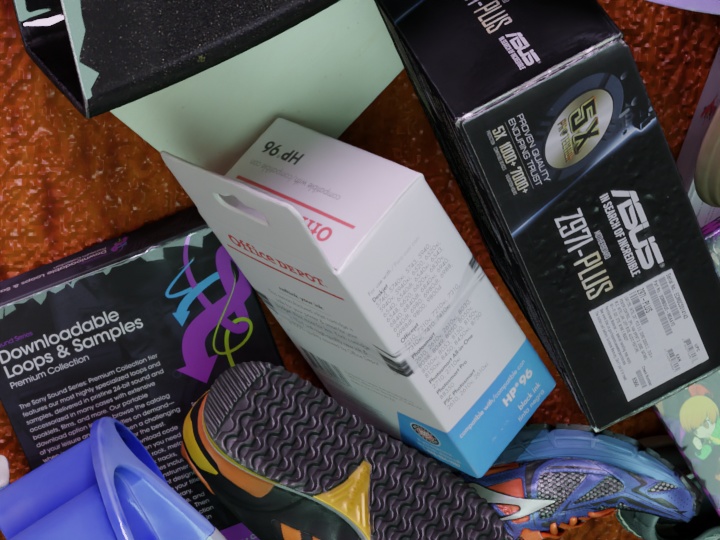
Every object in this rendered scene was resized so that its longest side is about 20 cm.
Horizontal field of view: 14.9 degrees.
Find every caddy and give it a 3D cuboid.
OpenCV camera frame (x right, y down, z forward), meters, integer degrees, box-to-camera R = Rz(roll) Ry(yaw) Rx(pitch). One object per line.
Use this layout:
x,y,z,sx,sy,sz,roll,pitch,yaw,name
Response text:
-0.103,0.170,1.372,0.104,0.142,0.201,-26,112,5,caddy

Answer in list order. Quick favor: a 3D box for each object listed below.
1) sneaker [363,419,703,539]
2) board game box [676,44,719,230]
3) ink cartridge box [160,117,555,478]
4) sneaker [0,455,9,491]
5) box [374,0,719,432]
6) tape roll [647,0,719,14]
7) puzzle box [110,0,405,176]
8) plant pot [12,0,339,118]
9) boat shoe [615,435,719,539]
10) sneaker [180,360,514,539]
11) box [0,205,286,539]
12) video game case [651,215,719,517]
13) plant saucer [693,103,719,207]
0.079,0.122,1.432,0.198,0.075,0.079,0,79,16,sneaker
0.226,-0.038,1.438,0.125,0.035,0.201,13,111,-16,board game box
0.000,0.000,1.340,0.068,0.116,0.200,-48,131,-16,ink cartridge box
-0.251,0.057,1.373,0.072,0.072,0.200,-35,121,7,sneaker
0.092,-0.054,1.317,0.086,0.164,0.201,-27,125,-1,box
0.123,-0.193,1.256,0.199,0.200,0.085,12,113,-15,tape roll
-0.035,-0.133,1.352,0.133,0.025,0.200,40,102,-23,puzzle box
-0.074,-0.199,1.212,0.176,0.200,0.201,-15,106,-10,plant pot
0.235,0.122,1.498,0.198,0.062,0.073,-2,112,-11,boat shoe
-0.005,0.125,1.392,0.200,0.090,0.070,38,63,-6,sneaker
-0.104,0.076,1.430,0.142,0.036,0.201,-21,118,-2,box
0.246,0.040,1.409,0.199,0.036,0.182,-31,96,5,video game case
0.234,-0.103,1.299,0.029,0.200,0.200,42,105,18,plant saucer
